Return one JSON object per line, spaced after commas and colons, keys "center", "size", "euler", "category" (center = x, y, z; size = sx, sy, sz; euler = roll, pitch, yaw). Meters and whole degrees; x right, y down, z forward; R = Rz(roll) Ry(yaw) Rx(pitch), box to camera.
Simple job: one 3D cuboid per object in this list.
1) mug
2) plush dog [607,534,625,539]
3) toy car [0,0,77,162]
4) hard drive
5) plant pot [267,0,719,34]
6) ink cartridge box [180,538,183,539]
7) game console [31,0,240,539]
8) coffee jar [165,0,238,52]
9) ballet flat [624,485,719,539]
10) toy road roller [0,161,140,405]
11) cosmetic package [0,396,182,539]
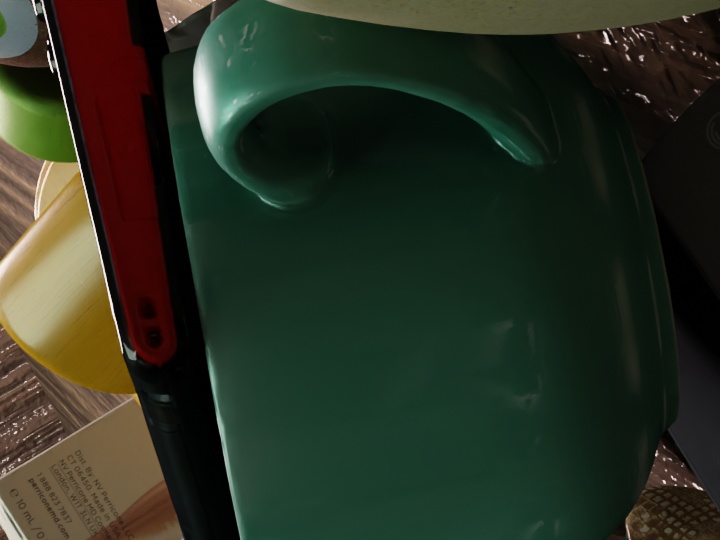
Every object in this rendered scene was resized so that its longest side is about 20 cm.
{"center": [0.018, 0.007, 0.683], "size": [0.185, 0.114, 0.152], "euler": [157, 103, -88], "category": "mug"}
{"center": [0.093, 0.177, 1.050], "size": [0.200, 0.160, 0.172], "euler": [11, 122, 36], "category": "plush dog"}
{"center": [-0.169, -0.125, 0.831], "size": [0.164, 0.200, 0.158], "euler": [100, 157, -52], "category": "toy car"}
{"center": [0.133, 0.054, 0.739], "size": [0.200, 0.042, 0.135], "euler": [57, 167, 13], "category": "hard drive"}
{"center": [0.017, -0.127, 0.562], "size": [0.200, 0.134, 0.200], "euler": [54, 167, 19], "category": "plant pot"}
{"center": [0.042, 0.156, 0.893], "size": [0.200, 0.086, 0.148], "euler": [26, 147, 51], "category": "ink cartridge box"}
{"center": [-0.059, -0.004, 0.740], "size": [0.200, 0.031, 0.177], "euler": [80, 180, -60], "category": "game console"}
{"center": [0.000, 0.000, 0.944], "size": [0.104, 0.085, 0.200], "euler": [27, 162, 47], "category": "coffee jar"}
{"center": [0.157, 0.133, 0.821], "size": [0.200, 0.070, 0.065], "euler": [52, 139, 19], "category": "ballet flat"}
{"center": [-0.057, 0.018, 1.084], "size": [0.123, 0.146, 0.200], "euler": [-46, 73, 32], "category": "toy road roller"}
{"center": [-0.058, 0.087, 1.210], "size": [0.087, 0.200, 0.103], "euler": [56, 169, 9], "category": "cosmetic package"}
